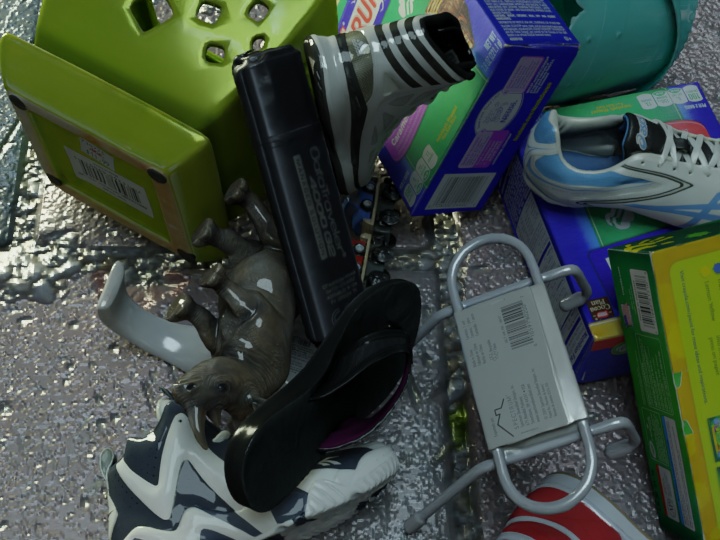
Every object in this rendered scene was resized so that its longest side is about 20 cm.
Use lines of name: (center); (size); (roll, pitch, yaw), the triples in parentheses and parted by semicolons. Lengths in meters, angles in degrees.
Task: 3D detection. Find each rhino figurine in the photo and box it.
rhino figurine: (-0.078, 0.035, 0.820); (0.087, 0.060, 0.201); (38, 39, -25)

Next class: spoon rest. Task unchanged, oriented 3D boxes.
spoon rest: (-0.092, 0.054, 0.895); (0.198, 0.061, 0.100); (22, 60, -6)

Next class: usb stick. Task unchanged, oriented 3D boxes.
usb stick: (-0.038, -0.049, 0.821); (0.055, 0.032, 0.202); (-25, 104, -43)

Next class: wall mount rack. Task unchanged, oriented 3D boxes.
wall mount rack: (0.086, 0.084, 0.834); (0.172, 0.075, 0.202); (-20, 58, 12)

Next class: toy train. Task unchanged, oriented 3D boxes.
toy train: (0.000, 0.000, 0.918); (0.045, 0.034, 0.201); (9, 46, 2)

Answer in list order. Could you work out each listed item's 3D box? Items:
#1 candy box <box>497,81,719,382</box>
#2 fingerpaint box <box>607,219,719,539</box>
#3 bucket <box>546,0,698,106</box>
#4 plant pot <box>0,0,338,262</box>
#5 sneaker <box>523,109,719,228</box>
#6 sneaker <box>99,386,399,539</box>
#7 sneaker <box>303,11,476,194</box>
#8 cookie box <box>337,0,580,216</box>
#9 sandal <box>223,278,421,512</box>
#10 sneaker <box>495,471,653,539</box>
candy box: (0.211, -0.032, 0.945); (0.167, 0.077, 0.202); (-12, 62, -11)
fingerpaint box: (0.271, 0.064, 0.838); (0.165, 0.073, 0.203); (-14, 97, -11)
bucket: (0.160, -0.225, 0.983); (0.133, 0.208, 0.209); (-10, 59, -26)
plant pot: (-0.141, -0.134, 0.921); (0.198, 0.200, 0.183); (27, 68, 12)
sneaker: (0.216, -0.076, 0.885); (0.197, 0.073, 0.073); (4, 58, -2)
sneaker: (-0.083, 0.124, 0.831); (0.197, 0.080, 0.131); (-24, 71, -5)
sneaker: (0.027, -0.115, 0.876); (0.114, 0.201, 0.077); (-15, 75, -2)
cookie box: (0.057, -0.174, 0.954); (0.074, 0.172, 0.201); (-4, 51, -32)
sandal: (-0.007, 0.081, 0.791); (0.048, 0.076, 0.201); (11, 42, 35)
sneaker: (0.167, 0.219, 0.777); (0.199, 0.072, 0.112); (34, 39, 24)
